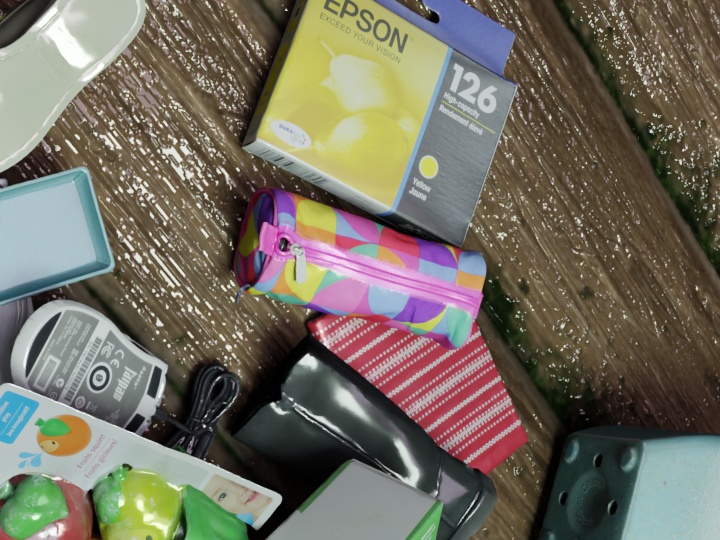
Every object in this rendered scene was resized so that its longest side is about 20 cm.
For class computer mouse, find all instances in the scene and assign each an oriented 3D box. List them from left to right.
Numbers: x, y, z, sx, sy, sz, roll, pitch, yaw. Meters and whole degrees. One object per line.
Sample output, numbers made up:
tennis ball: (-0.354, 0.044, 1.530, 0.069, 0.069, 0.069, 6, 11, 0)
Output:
computer mouse: (-0.164, 0.078, 0.789, 0.200, 0.043, 0.111, 45, 67, -47)

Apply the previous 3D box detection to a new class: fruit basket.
fruit basket: (-0.176, 0.172, 0.739, 0.198, 0.094, 0.186, 25, 116, -34)

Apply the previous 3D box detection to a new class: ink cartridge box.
ink cartridge box: (-0.021, 0.258, 0.811, 0.146, 0.082, 0.203, -37, 141, -55)
ink cartridge box: (0.028, -0.147, 0.933, 0.196, 0.047, 0.203, 25, 79, -23)

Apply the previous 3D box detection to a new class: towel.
towel: (0.050, 0.097, 0.969, 0.144, 0.022, 0.202, -32, 105, -28)

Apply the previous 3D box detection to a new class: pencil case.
pencil case: (0.000, 0.000, 0.886, 0.197, 0.088, 0.090, 15, 82, -26)

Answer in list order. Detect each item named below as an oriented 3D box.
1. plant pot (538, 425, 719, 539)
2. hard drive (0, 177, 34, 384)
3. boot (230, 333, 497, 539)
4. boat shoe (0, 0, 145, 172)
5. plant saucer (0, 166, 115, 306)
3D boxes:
plant pot: (0.269, 0.229, 1.023, 0.198, 0.196, 0.199, 22, 78, -22)
hard drive: (-0.272, 0.053, 0.745, 0.138, 0.038, 0.203, -13, 98, -33)
boot: (-0.016, 0.170, 0.894, 0.199, 0.066, 0.166, 38, 87, -22)
boat shoe: (-0.225, -0.123, 0.764, 0.202, 0.060, 0.072, -47, 121, -21)
plant saucer: (-0.251, -0.005, 0.726, 0.198, 0.019, 0.071, -20, 100, -33)
